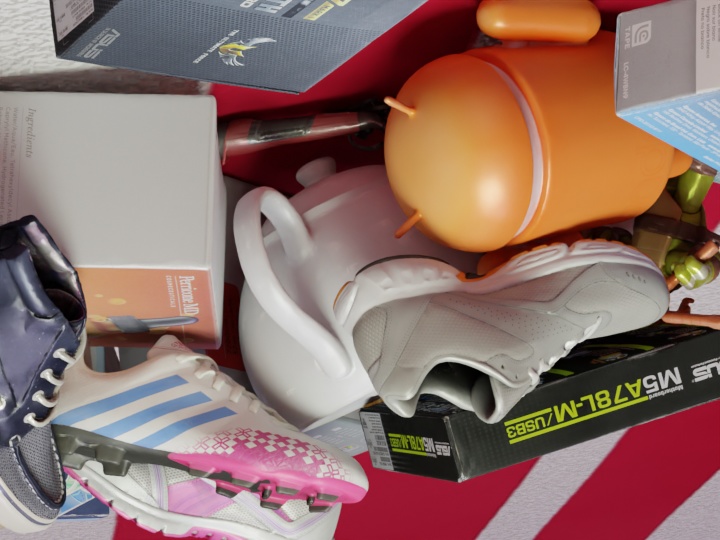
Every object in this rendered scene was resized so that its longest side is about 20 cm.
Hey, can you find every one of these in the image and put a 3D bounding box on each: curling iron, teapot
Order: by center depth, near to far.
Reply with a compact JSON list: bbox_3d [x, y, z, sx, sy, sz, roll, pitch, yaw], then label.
[{"bbox_3d":[0.000,0.000,1.568,0.197,0.147,0.200,-25,176,-21],"label":"teapot"},{"bbox_3d":[-0.074,-0.076,1.572,0.199,0.026,0.050,-9,163,4],"label":"curling iron"}]

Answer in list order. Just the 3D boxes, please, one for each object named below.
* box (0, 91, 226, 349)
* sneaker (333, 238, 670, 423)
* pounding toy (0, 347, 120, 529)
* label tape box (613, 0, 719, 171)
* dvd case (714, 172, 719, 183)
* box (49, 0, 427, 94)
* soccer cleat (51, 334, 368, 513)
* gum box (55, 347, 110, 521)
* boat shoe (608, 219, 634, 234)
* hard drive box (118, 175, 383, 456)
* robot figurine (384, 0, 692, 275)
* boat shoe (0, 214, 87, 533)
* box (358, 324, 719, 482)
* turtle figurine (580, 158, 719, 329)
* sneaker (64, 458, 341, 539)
[{"bbox_3d":[-0.180,-0.027,1.510,0.199,0.107,0.152,1,160,0],"label":"box"},{"bbox_3d":[0.087,0.042,1.443,0.199,0.092,0.076,-6,149,-20],"label":"sneaker"},{"bbox_3d":[-0.259,0.060,1.691,0.183,0.201,0.142,-16,165,-23],"label":"pounding toy"},{"bbox_3d":[0.256,-0.107,1.378,0.199,0.066,0.143,-13,157,38],"label":"label tape box"},{"bbox_3d":[0.305,-0.086,1.703,0.199,0.022,0.146,9,155,-43],"label":"dvd case"},{"bbox_3d":[-0.044,-0.158,1.314,0.157,0.051,0.200,5,157,-36],"label":"box"},{"bbox_3d":[-0.088,0.084,1.510,0.199,0.087,0.070,12,164,1],"label":"soccer cleat"},{"bbox_3d":[-0.245,0.057,1.614,0.169,0.201,0.045,0,170,-24],"label":"gum box"},{"bbox_3d":[0.189,-0.021,1.764,0.070,0.071,0.200,-56,168,8],"label":"boat shoe"},{"bbox_3d":[-0.068,0.033,1.689,0.077,0.157,0.200,-22,157,34],"label":"hard drive box"},{"bbox_3d":[0.097,-0.076,1.478,0.199,0.117,0.144,-13,149,-33],"label":"robot figurine"},{"bbox_3d":[-0.184,0.059,1.424,0.092,0.075,0.200,-14,125,15],"label":"boat shoe"},{"bbox_3d":[0.115,0.077,1.573,0.192,0.048,0.200,-14,-178,-15],"label":"box"},{"bbox_3d":[0.191,-0.031,1.565,0.064,0.162,0.200,14,180,-22],"label":"turtle figurine"},{"bbox_3d":[-0.096,0.122,1.591,0.199,0.089,0.081,21,178,-21],"label":"sneaker"}]
